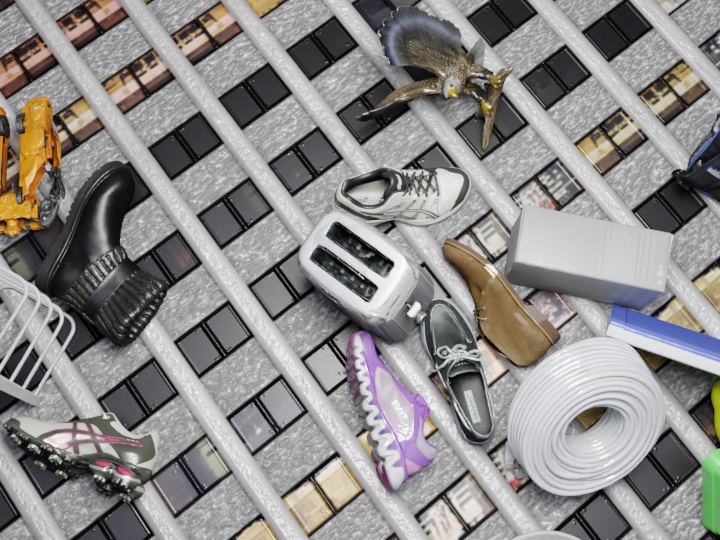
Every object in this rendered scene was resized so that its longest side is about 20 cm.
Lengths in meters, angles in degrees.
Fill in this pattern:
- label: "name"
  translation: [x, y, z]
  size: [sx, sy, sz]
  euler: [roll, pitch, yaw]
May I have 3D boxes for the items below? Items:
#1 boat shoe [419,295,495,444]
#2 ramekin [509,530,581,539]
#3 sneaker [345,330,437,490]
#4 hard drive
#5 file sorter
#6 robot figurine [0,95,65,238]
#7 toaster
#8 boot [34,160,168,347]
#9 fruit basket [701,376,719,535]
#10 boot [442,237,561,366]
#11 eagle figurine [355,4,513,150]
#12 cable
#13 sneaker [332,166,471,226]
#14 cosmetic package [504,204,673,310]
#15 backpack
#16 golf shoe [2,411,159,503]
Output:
- label: "boat shoe"
  translation: [0.127, 0.124, 1.139]
  size: [0.072, 0.068, 0.203]
  euler: [-12, 75, -3]
- label: "ramekin"
  translation: [0.232, 0.419, 1.048]
  size: [0.198, 0.094, 0.207]
  euler: [0, 75, 0]
- label: "sneaker"
  translation: [0.041, 0.172, 1.127]
  size: [0.087, 0.081, 0.204]
  euler: [-17, 80, -12]
- label: "hard drive"
  translation: [0.410, 0.094, 1.102]
  size: [0.197, 0.132, 0.026]
  euler: [19, 102, 15]
- label: "file sorter"
  translation: [-0.458, 0.066, 1.084]
  size: [0.137, 0.200, 0.126]
  euler: [26, 74, 6]
- label: "robot figurine"
  translation: [-0.474, -0.139, 1.211]
  size: [0.142, 0.058, 0.204]
  euler: [-5, 74, -1]
- label: "toaster"
  translation: [0.000, 0.000, 1.129]
  size: [0.199, 0.129, 0.114]
  euler: [37, 86, 15]
- label: "boot"
  translation: [-0.318, -0.022, 1.168]
  size: [0.156, 0.079, 0.214]
  euler: [27, 87, 14]
- label: "fruit basket"
  translation: [0.509, 0.230, 1.098]
  size: [0.211, 0.158, 0.217]
  euler: [-11, 33, 7]
- label: "boot"
  translation: [0.170, 0.042, 1.165]
  size: [0.075, 0.074, 0.200]
  euler: [-43, 81, -1]
- label: "eagle figurine"
  translation: [0.102, -0.265, 1.199]
  size: [0.196, 0.151, 0.155]
  euler: [11, 86, -5]
- label: "cable"
  translation: [0.274, 0.181, 1.072]
  size: [0.196, 0.203, 0.070]
  euler: [-12, 32, -7]
- label: "sneaker"
  translation: [0.059, -0.104, 1.190]
  size: [0.196, 0.088, 0.077]
  euler: [-13, 73, -5]
- label: "cosmetic package"
  translation: [0.295, -0.016, 1.159]
  size: [0.196, 0.107, 0.092]
  euler: [15, 76, 2]
- label: "backpack"
  translation: [0.551, -0.162, 1.157]
  size: [0.198, 0.191, 0.155]
  euler: [30, 60, 7]
- label: "golf shoe"
  translation: [-0.353, 0.221, 1.119]
  size: [0.197, 0.078, 0.089]
  euler: [21, 56, 3]
